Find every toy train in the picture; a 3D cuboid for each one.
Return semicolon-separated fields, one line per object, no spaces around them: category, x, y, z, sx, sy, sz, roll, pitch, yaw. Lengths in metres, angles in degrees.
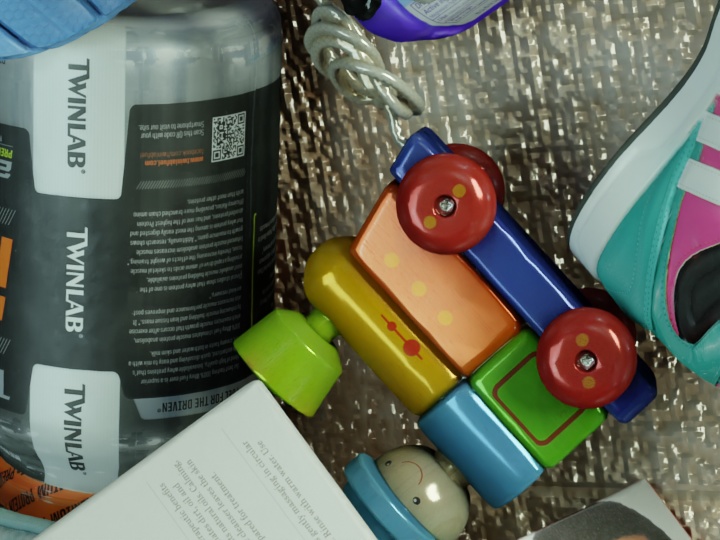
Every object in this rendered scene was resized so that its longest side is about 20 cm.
toy train;0.000;0.000;1.017;0.116;0.085;0.200;-43;90;7

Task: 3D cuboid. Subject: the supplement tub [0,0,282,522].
supplement tub;-0.093;-0.010;1.117;0.122;0.122;0.201;14;110;36

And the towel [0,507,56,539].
towel;-0.104;0.133;1.138;0.199;0.171;0.048;10;76;37

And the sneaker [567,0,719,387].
sneaker;0.153;-0.028;0.935;0.121;0.083;0.200;53;136;22

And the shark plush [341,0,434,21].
shark plush;0.013;-0.170;0.975;0.083;0.091;0.201;-18;51;24

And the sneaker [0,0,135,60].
sneaker;-0.092;-0.132;1.050;0.071;0.199;0.083;60;161;-10

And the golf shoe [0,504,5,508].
golf shoe;-0.192;0.105;1.250;0.078;0.094;0.201;-14;91;42

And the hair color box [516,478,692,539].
hair color box;0.114;0.179;1.013;0.200;0.101;0.061;53;129;15

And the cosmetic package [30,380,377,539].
cosmetic package;-0.081;0.142;0.970;0.200;0.085;0.108;-35;71;-6

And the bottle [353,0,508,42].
bottle;0.067;-0.154;0.984;0.200;0.065;0.084;-32;75;40
